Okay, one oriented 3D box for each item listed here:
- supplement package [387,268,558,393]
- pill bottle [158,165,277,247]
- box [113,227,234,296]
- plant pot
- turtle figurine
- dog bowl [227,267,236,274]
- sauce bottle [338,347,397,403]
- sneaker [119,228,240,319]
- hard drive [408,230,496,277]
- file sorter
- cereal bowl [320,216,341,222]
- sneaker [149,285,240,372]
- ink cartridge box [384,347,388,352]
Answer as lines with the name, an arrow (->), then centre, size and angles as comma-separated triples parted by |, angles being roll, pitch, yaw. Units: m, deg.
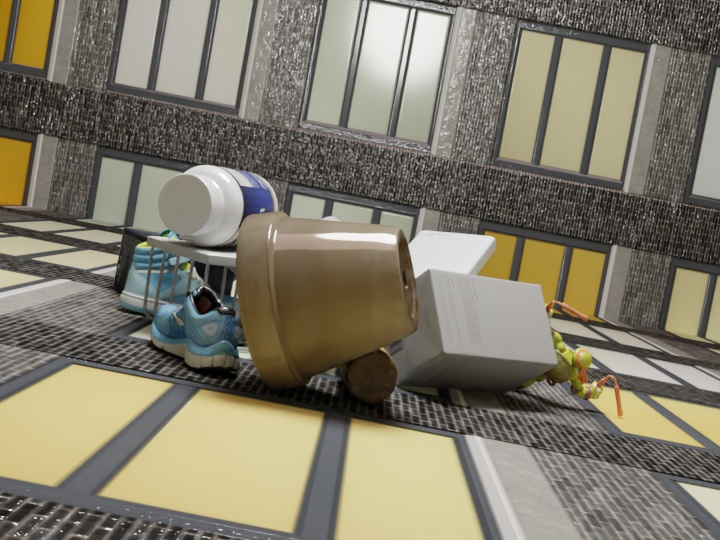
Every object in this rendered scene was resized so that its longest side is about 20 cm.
supplement package -> 0.146, 0.086, 1.427 | 0.198, 0.123, 0.120 | 9, -30, -33
pill bottle -> -0.201, -0.088, 1.491 | 0.109, 0.113, 0.200 | 12, 5, 18
box -> -0.311, 0.001, 1.777 | 0.147, 0.109, 0.199 | 10, 3, -27
plant pot -> -0.029, 0.022, 1.192 | 0.171, 0.203, 0.200 | -9, 0, 11
turtle figurine -> 0.276, 0.137, 1.503 | 0.064, 0.201, 0.160 | -46, 19, -32
dog bowl -> -0.181, -0.046, 1.705 | 0.199, 0.059, 0.200 | 36, 14, -11
sauce bottle -> 0.002, 0.115, 1.313 | 0.065, 0.067, 0.200 | 10, 3, -9
sneaker -> -0.263, 0.008, 1.635 | 0.198, 0.133, 0.079 | 9, 2, -30
hard drive -> 0.110, -0.001, 1.606 | 0.130, 0.027, 0.200 | 6, 31, 27
file sorter -> -0.207, 0.031, 1.494 | 0.137, 0.127, 0.199 | 7, 5, -35
cereal bowl -> -0.072, 0.020, 1.625 | 0.083, 0.201, 0.200 | 42, 13, 15
sneaker -> -0.195, 0.063, 1.303 | 0.077, 0.091, 0.199 | 8, 3, -34
ink cartridge box -> 0.079, 0.059, 1.608 | 0.114, 0.069, 0.201 | 1, 29, 16
